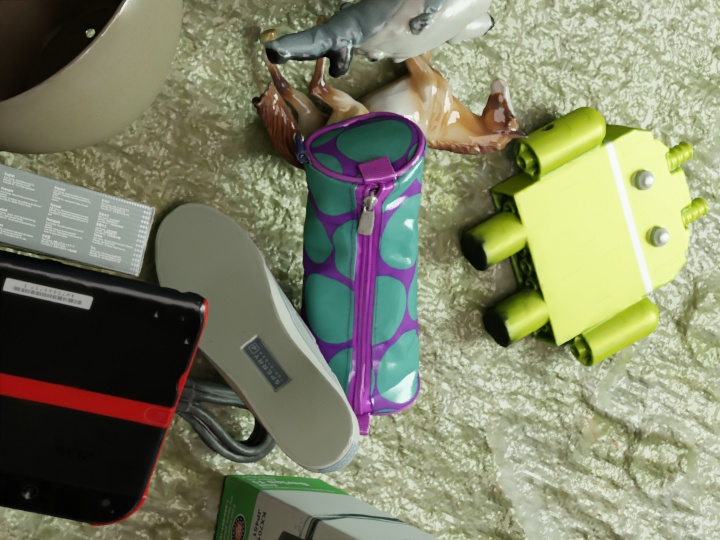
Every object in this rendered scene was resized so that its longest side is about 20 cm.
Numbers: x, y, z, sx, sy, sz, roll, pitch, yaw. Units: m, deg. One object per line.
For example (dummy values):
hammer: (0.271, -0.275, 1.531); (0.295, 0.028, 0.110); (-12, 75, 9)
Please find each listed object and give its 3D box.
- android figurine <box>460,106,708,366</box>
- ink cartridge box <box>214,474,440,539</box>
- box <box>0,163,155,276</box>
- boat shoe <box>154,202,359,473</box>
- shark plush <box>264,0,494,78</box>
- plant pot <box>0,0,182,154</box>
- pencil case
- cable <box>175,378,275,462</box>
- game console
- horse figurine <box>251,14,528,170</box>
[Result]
android figurine: (0.167, -0.027, 1.777); (0.199, 0.041, 0.183); (-26, 112, -24)
ink cartridge box: (-0.021, 0.228, 1.610); (0.083, 0.200, 0.148); (8, 95, -33)
box: (-0.244, -0.046, 1.421); (0.199, 0.160, 0.045); (15, 87, -43)
boat shoe: (-0.067, 0.049, 1.600); (0.070, 0.072, 0.201); (-33, 76, -3)
shark plush: (0.019, -0.176, 1.620); (0.199, 0.091, 0.084); (-33, 77, -16)
plant pot: (-0.184, -0.147, 1.459); (0.201, 0.200, 0.135); (-55, 146, -11)
pencil case: (0.000, 0.000, 1.617); (0.084, 0.093, 0.201); (-1, 121, -2)
cable: (-0.136, 0.075, 1.604); (0.199, 0.050, 0.098); (7, 97, -44)
game console: (-0.208, 0.068, 1.497); (0.198, 0.031, 0.178); (12, 117, -15)
horse figurine: (0.009, -0.117, 1.654); (0.199, 0.050, 0.134); (-25, 106, -29)
